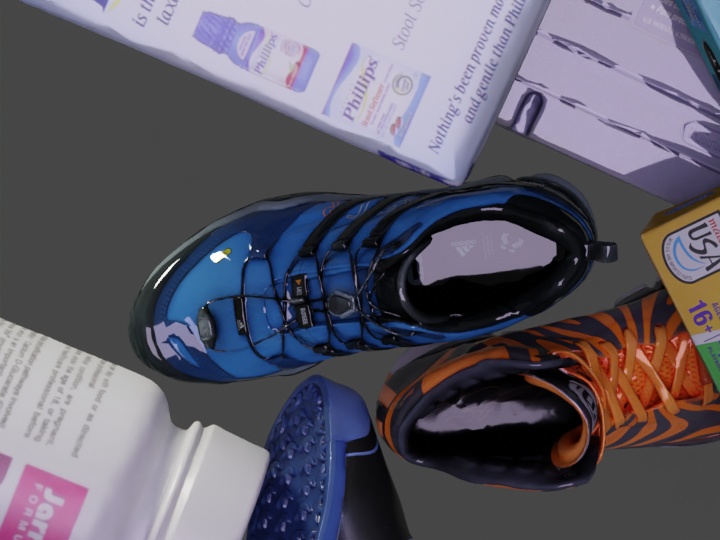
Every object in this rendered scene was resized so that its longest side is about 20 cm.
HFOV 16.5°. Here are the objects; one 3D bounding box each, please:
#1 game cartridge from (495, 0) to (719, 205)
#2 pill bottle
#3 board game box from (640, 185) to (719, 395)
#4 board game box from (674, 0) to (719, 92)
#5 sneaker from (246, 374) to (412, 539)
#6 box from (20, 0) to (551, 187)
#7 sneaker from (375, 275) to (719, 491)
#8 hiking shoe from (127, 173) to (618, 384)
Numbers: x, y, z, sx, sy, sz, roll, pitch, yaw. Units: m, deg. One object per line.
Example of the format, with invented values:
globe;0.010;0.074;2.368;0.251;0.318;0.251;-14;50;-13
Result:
game cartridge;0.164;-0.081;1.024;0.200;0.038;0.130;25;92;-4
pill bottle;-0.145;0.080;1.001;0.200;0.113;0.114;22;96;-3
board game box;0.228;0.007;0.932;0.200;0.040;0.153;-27;93;20
board game box;0.223;-0.082;0.985;0.151;0.047;0.200;-27;96;0
sneaker;0.002;0.143;1.013;0.078;0.070;0.200;15;62;-30
box;-0.033;-0.124;0.943;0.200;0.184;0.105;24;98;-2
sneaker;0.106;0.051;0.999;0.200;0.112;0.078;-16;97;2
hiking shoe;0.000;0.000;1.005;0.200;0.087;0.075;-16;94;1
